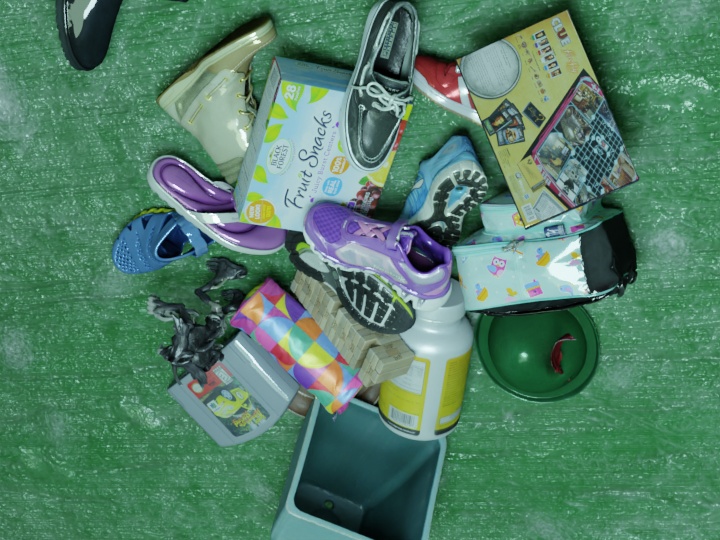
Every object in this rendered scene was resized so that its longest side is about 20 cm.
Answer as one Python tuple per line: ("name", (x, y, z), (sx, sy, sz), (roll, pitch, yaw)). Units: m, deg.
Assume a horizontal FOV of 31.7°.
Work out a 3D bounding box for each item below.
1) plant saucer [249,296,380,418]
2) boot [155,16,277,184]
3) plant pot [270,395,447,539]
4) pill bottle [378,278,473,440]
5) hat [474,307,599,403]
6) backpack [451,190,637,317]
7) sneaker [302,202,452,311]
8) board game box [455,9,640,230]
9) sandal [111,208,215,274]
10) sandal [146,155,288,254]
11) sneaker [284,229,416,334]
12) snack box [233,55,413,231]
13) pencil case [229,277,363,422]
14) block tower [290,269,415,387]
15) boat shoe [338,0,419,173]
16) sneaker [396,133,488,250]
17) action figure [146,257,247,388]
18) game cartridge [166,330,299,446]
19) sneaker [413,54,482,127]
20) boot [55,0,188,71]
("plant saucer", (-0.056, 0.116, 1.734), (0.198, 0.035, 0.202), (8, 121, 14))
("boot", (-0.140, -0.206, 1.561), (0.199, 0.072, 0.155), (-31, 105, 35))
("plant pot", (-0.022, 0.316, 1.733), (0.194, 0.198, 0.200), (23, 141, -9))
("pill bottle", (0.086, 0.111, 1.639), (0.111, 0.112, 0.202), (13, 121, 10))
("hat", (0.205, 0.126, 1.570), (0.164, 0.176, 0.202), (-2, 118, 18))
("backpack", (0.207, -0.024, 1.493), (0.198, 0.176, 0.155), (-18, 95, 24))
("sneaker", (0.028, -0.032, 1.502), (0.199, 0.081, 0.089), (27, 151, -1))
("board game box", (0.203, -0.163, 1.383), (0.134, 0.035, 0.202), (-22, 86, 7))
("sandal", (-0.256, -0.041, 1.681), (0.199, 0.087, 0.080), (-23, 111, 29))
("sandal", (-0.180, -0.084, 1.618), (0.201, 0.083, 0.050), (27, 147, -11))
("sneaker", (0.000, 0.000, 1.590), (0.200, 0.081, 0.074), (42, 131, 19))
("snack box", (-0.049, -0.144, 1.531), (0.167, 0.068, 0.201), (9, 123, -20))
("pencil case", (-0.077, 0.102, 1.653), (0.200, 0.088, 0.088), (45, 122, -2))
("block tower", (-0.015, 0.061, 1.612), (0.200, 0.057, 0.054), (52, 137, 31))
("boat shoe", (0.029, -0.205, 1.430), (0.073, 0.068, 0.201), (13, 100, -20))
("sneaker", (0.096, -0.091, 1.554), (0.078, 0.091, 0.200), (13, 143, -21))
("action figure", (-0.218, 0.075, 1.665), (0.101, 0.200, 0.120), (-5, 121, 31))
("game cartridge", (-0.176, 0.173, 1.777), (0.133, 0.041, 0.200), (44, 135, -10))
("sneaker", (0.151, -0.225, 1.458), (0.199, 0.071, 0.113), (29, 120, 2))
("boot", (-0.281, -0.333, 1.531), (0.166, 0.076, 0.202), (8, 114, 18))
